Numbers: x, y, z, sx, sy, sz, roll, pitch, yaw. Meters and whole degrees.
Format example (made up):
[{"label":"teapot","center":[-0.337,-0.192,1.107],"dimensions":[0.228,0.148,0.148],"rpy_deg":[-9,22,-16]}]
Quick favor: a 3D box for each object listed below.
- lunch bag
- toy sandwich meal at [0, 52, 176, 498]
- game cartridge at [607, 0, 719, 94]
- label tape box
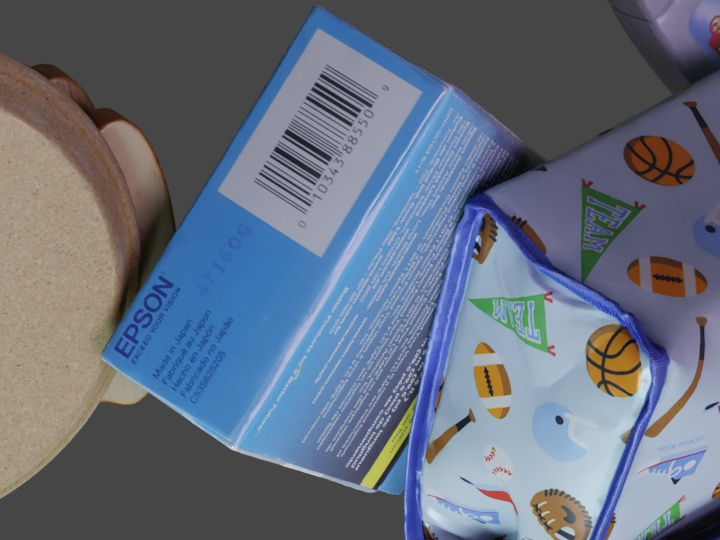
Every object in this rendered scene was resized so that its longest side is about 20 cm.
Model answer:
[{"label":"lunch bag","center":[0.111,0.046,1.109],"dimensions":[0.170,0.124,0.200],"rpy_deg":[-25,146,-36]},{"label":"toy sandwich meal","center":[-0.161,-0.001,0.998],"dimensions":[0.205,0.070,0.206],"rpy_deg":[-9,116,-19]},{"label":"game cartridge","center":[0.177,-0.112,1.159],"dimensions":[0.200,0.042,0.133],"rpy_deg":[41,82,-33]},{"label":"label tape box","center":[0.000,0.000,1.070],"dimensions":[0.144,0.066,0.200],"rpy_deg":[-59,162,1]}]
